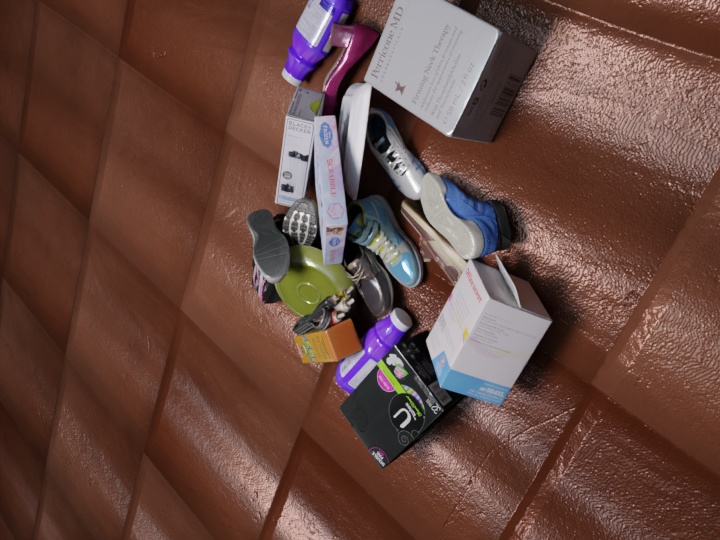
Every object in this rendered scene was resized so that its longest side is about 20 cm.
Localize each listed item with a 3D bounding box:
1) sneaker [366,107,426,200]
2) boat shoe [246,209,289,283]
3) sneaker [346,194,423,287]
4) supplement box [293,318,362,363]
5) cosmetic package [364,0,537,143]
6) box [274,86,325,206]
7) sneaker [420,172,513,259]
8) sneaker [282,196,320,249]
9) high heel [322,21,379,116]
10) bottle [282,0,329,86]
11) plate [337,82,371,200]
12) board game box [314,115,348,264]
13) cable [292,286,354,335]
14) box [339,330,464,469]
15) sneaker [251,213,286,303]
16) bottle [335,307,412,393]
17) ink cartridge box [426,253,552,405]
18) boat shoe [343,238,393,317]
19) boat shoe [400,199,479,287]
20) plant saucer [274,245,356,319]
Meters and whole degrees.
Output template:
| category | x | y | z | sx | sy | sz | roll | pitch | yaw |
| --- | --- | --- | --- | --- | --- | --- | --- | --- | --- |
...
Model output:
| category | x | y | z | sx | sy | sz | roll | pitch | yaw |
| --- | --- | --- | --- | --- | --- | --- | --- | --- | --- |
| sneaker | 0.060 | -0.217 | 1.123 | 0.072 | 0.072 | 0.203 | -39 | 75 | 32 |
| boat shoe | -0.185 | -0.043 | 1.208 | 0.204 | 0.072 | 0.066 | -120 | 15 | -44 |
| sneaker | 0.034 | -0.050 | 1.129 | 0.079 | 0.129 | 0.203 | -41 | 73 | 31 |
| supplement box | -0.071 | 0.149 | 1.226 | 0.199 | 0.067 | 0.068 | -22 | 91 | 65 |
| cosmetic package | 0.147 | -0.336 | 0.981 | 0.199 | 0.164 | 0.171 | 39 | 117 | 26 |
| box | -0.121 | -0.240 | 1.185 | 0.058 | 0.119 | 0.204 | 12 | 131 | -3 |
| sneaker | 0.187 | -0.101 | 1.038 | 0.202 | 0.108 | 0.078 | -122 | 34 | -42 |
| sneaker | -0.113 | -0.075 | 1.240 | 0.075 | 0.089 | 0.204 | 19 | 131 | 10 |
| high heel | -0.025 | -0.379 | 1.178 | 0.093 | 0.069 | 0.204 | 9 | 130 | -4 |
| bottle | -0.092 | -0.469 | 1.194 | 0.084 | 0.064 | 0.202 | 48 | 122 | 21 |
| plate | -0.020 | -0.249 | 1.123 | 0.200 | 0.031 | 0.207 | -120 | 37 | -72 |
| board game box | -0.058 | -0.141 | 1.102 | 0.201 | 0.040 | 0.207 | 106 | 158 | -72 |
| cable | -0.081 | 0.104 | 1.200 | 0.050 | 0.099 | 0.200 | 34 | 137 | -13 |
| box | 0.082 | 0.245 | 1.138 | 0.150 | 0.123 | 0.201 | 51 | 123 | 19 |
| sneaker | -0.211 | -0.034 | 1.352 | 0.085 | 0.079 | 0.206 | 31 | 108 | 41 |
| bottle | 0.027 | 0.158 | 1.193 | 0.064 | 0.084 | 0.201 | 34 | 117 | -12 |
| ink cartridge box | 0.213 | 0.091 | 0.987 | 0.122 | 0.130 | 0.204 | 19 | 115 | -15 |
| boat shoe | 0.000 | 0.000 | 1.179 | 0.074 | 0.072 | 0.204 | -40 | 62 | 32 |
| boat shoe | 0.135 | -0.044 | 1.093 | 0.200 | 0.072 | 0.073 | 47 | 119 | 15 |
| plant saucer | -0.103 | 0.040 | 1.244 | 0.194 | 0.031 | 0.205 | 15 | 133 | 16 |
